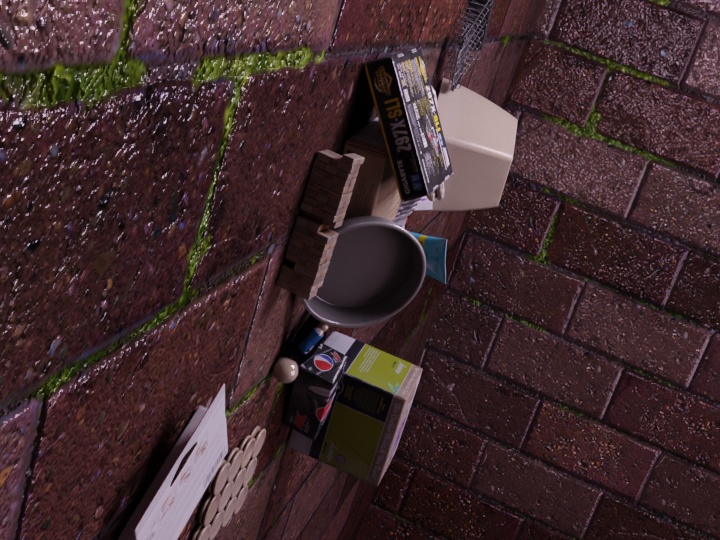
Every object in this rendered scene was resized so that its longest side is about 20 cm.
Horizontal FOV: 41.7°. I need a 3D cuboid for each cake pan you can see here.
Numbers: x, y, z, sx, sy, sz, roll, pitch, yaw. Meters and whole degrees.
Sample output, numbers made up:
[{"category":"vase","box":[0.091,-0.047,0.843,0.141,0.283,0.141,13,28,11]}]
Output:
[{"category":"cake pan","box":[0.000,0.000,1.412,0.037,0.196,0.203,-111,-153,-48]}]

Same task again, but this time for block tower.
[{"category":"block tower","box":[-0.056,-0.067,1.290,0.054,0.057,0.204,-33,145,-72]}]

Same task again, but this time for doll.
[{"category":"doll","box":[-0.079,0.100,1.506,0.202,0.048,0.137,-60,-172,-35]}]

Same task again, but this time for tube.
[{"category":"tube","box":[0.086,-0.040,1.704,0.050,0.198,0.079,-19,117,-36]}]

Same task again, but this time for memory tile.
[{"category":"memory tile","box":[-0.200,0.330,1.436,0.200,0.016,0.156,-32,142,-72]}]

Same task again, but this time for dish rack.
[{"category":"dish rack","box":[0.213,-0.465,1.900,0.155,0.054,0.201,96,20,-50]}]

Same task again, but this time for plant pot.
[{"category":"plant pot","box":[0.221,-0.240,1.946,0.202,0.173,0.202,102,3,-45]}]

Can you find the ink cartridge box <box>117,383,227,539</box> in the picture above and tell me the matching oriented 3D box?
[{"category":"ink cartridge box","box":[-0.219,0.245,1.097,0.175,0.043,0.202,97,18,-52]}]

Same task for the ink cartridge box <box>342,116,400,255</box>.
[{"category":"ink cartridge box","box":[0.019,-0.140,1.476,0.200,0.074,0.168,-48,155,-62]}]

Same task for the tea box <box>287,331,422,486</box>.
[{"category":"tea box","box":[-0.010,0.259,1.784,0.134,0.193,0.204,-46,157,-63]}]

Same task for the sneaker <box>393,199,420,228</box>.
[{"category":"sneaker","box":[0.038,-0.101,1.662,0.074,0.083,0.201,-10,146,-45]}]

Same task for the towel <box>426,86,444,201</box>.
[{"category":"towel","box":[0.109,-0.228,1.583,0.133,0.034,0.204,-112,-167,-61]}]

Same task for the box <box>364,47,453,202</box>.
[{"category":"box","box":[0.075,-0.219,1.395,0.160,0.048,0.204,-45,121,-66]}]

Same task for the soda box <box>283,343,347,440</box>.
[{"category":"soda box","box":[-0.079,0.208,1.623,0.064,0.070,0.202,-59,171,-38]}]

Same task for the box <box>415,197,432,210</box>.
[{"category":"box","box":[0.103,-0.136,1.827,0.200,0.040,0.040,-148,-123,-83]}]
